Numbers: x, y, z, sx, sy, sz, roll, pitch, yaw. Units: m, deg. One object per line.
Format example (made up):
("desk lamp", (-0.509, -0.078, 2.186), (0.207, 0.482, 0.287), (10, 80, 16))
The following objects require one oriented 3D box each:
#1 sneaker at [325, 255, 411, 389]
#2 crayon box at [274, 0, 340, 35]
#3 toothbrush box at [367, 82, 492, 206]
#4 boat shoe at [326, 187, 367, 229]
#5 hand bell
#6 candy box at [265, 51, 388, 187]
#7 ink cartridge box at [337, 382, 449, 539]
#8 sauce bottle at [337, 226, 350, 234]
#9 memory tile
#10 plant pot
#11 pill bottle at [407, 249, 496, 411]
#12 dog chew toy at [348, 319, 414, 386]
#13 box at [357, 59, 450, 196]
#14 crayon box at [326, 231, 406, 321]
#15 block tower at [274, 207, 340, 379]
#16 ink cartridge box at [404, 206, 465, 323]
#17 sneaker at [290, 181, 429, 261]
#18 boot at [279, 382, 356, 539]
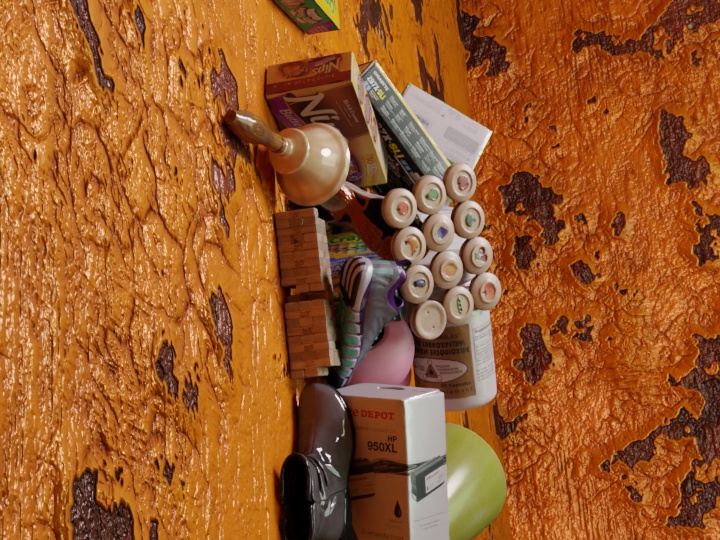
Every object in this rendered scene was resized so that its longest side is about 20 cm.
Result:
("sneaker", (0.011, 0.072, 1.642), (0.075, 0.086, 0.202), (-117, -147, -46))
("crayon box", (-0.081, -0.438, 1.812), (0.200, 0.057, 0.176), (19, 64, -77))
("toothbrush box", (0.091, -0.169, 1.956), (0.087, 0.144, 0.200), (-61, -178, -23))
("boat shoe", (-0.021, -0.108, 1.867), (0.200, 0.066, 0.073), (-66, 146, -69))
("hand bell", (-0.099, -0.150, 1.526), (0.200, 0.103, 0.106), (25, 57, -63))
("candy box", (-0.040, -0.189, 1.708), (0.201, 0.115, 0.057), (68, 19, -52))
("ink cartridge box", (0.028, 0.247, 1.608), (0.084, 0.143, 0.204), (-5, 93, -48))
("sauce bottle", (-0.001, 0.006, 1.882), (0.066, 0.065, 0.202), (67, 17, -51))
("memory tile", (0.107, -0.025, 1.692), (0.017, 0.152, 0.203), (8, -64, 58))
("plant pot", (0.101, 0.356, 1.963), (0.200, 0.184, 0.190), (-37, 120, -59))
("pill bottle", (0.122, 0.080, 1.787), (0.114, 0.112, 0.203), (-55, 139, -73))
("dog chew toy", (0.017, 0.134, 1.788), (0.201, 0.122, 0.126), (78, 10, -55))
("box", (0.027, -0.189, 1.815), (0.049, 0.159, 0.201), (-46, 110, -22))
("crayon box", (0.000, 0.000, 1.760), (0.201, 0.124, 0.052), (-79, 158, -59))
("block tower", (-0.064, 0.029, 1.607), (0.058, 0.053, 0.204), (18, 66, -78))
("ink cartridge box", (0.089, 0.008, 1.918), (0.146, 0.083, 0.204), (-166, -106, -65))
("sneaker", (0.004, -0.078, 1.721), (0.076, 0.198, 0.092), (-62, -177, 11))
("boot", (-0.053, 0.220, 1.516), (0.132, 0.069, 0.203), (37, 43, -67))
